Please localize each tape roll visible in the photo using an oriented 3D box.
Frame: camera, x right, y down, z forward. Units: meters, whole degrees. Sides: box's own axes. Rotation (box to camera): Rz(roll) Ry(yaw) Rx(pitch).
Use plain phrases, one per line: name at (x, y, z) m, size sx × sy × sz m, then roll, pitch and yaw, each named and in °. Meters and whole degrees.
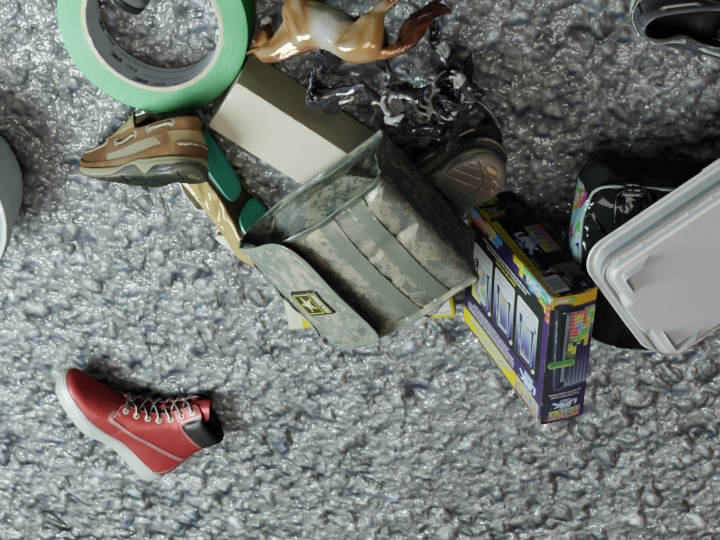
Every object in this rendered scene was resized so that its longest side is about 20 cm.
tape roll at (-0.209, -0.262, 1.393) m, size 0.199 × 0.048 × 0.202 m, roll 4°, pitch 124°, yaw 6°

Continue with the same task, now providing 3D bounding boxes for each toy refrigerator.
toy refrigerator at (-0.057, -0.137, 1.438) m, size 0.199 × 0.076 × 0.070 m, roll 31°, pitch 123°, yaw -13°

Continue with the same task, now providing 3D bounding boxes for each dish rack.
dish rack at (0.339, -0.006, 1.323) m, size 0.199 × 0.044 × 0.172 m, roll -34°, pitch 124°, yaw 12°

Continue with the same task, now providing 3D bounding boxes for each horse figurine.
horse figurine at (-0.015, -0.252, 1.327) m, size 0.199 × 0.050 × 0.133 m, roll 19°, pitch 92°, yaw 23°

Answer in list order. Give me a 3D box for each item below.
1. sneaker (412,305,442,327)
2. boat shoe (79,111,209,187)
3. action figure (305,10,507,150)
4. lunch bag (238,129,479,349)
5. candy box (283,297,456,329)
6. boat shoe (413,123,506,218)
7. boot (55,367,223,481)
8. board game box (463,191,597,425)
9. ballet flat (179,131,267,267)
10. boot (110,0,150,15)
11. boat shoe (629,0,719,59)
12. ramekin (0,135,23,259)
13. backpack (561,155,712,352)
sneaker at (0.000, 0.000, 1.493) m, size 0.199 × 0.074 × 0.089 m, roll 28°, pitch 111°, yaw -2°
boat shoe at (-0.226, -0.130, 1.444) m, size 0.199 × 0.075 × 0.074 m, roll 2°, pitch 86°, yaw 45°
action figure at (0.046, -0.190, 1.364) m, size 0.199 × 0.120 × 0.102 m, roll 9°, pitch 162°, yaw 11°
lunch bag at (-0.006, -0.016, 1.388) m, size 0.199 × 0.118 × 0.164 m, roll -33°, pitch 117°, yaw 23°
candy box at (0.006, 0.013, 1.558) m, size 0.198 × 0.026 × 0.103 m, roll -5°, pitch 121°, yaw 11°
boat shoe at (0.089, -0.094, 1.450) m, size 0.074 × 0.074 × 0.200 m, roll 36°, pitch 143°, yaw -25°
boot at (-0.267, 0.167, 1.678) m, size 0.144 × 0.073 × 0.200 m, roll -30°, pitch 123°, yaw 24°
board game box at (0.177, 0.038, 1.447) m, size 0.056 × 0.200 × 0.166 m, roll -13°, pitch 127°, yaw -16°
ballet flat at (-0.148, -0.069, 1.511) m, size 0.063 × 0.069 × 0.201 m, roll -20°, pitch 111°, yaw 34°
boot at (-0.206, -0.354, 1.269) m, size 0.131 × 0.070 × 0.201 m, roll -21°, pitch 85°, yaw 23°
boat shoe at (0.361, -0.228, 1.323) m, size 0.199 × 0.063 × 0.073 m, roll 13°, pitch 124°, yaw 0°
ramekin at (-0.474, -0.089, 1.513) m, size 0.199 × 0.105 × 0.201 m, roll 4°, pitch 123°, yaw 6°
backpack at (0.300, -0.020, 1.417) m, size 0.176 × 0.151 × 0.201 m, roll 3°, pitch 115°, yaw 2°
